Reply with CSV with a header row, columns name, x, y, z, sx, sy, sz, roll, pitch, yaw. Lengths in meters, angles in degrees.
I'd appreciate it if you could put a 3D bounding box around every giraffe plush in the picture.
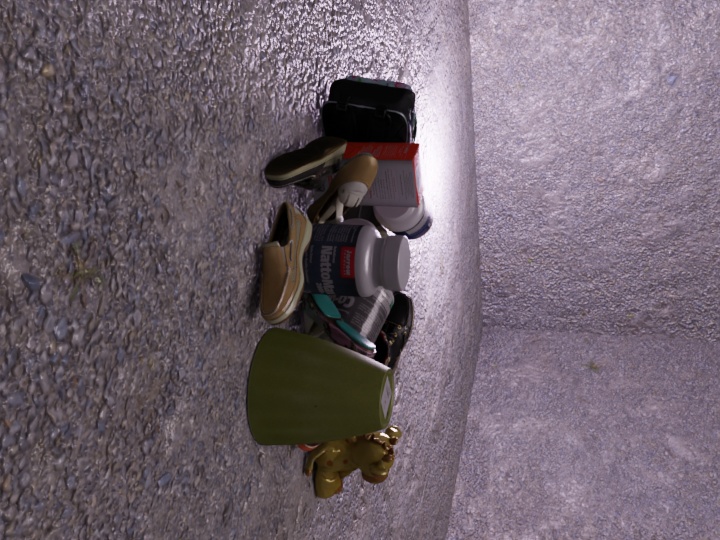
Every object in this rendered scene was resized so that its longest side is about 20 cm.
name,x,y,z,sx,sy,sz,roll,pitch,yaw
giraffe plush,-0.004,0.352,1.424,0.201,0.160,0.175,67,31,-57

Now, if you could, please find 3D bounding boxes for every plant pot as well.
name,x,y,z,sx,sy,sz,roll,pitch,yaw
plant pot,-0.052,0.192,1.168,0.187,0.197,0.190,2,90,-73

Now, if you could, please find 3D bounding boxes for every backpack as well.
name,x,y,z,sx,sy,sz,roll,pitch,yaw
backpack,0.018,-0.257,1.382,0.152,0.175,0.202,-69,164,-44

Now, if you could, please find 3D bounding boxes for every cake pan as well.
name,x,y,z,sx,sy,sz,roll,pitch,yaw
cake pan,0.018,-0.143,1.562,0.200,0.036,0.203,19,89,-75

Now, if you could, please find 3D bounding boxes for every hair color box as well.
name,x,y,z,sx,sy,sz,roll,pitch,yaw
hair color box,0.010,-0.173,1.318,0.062,0.197,0.103,-67,155,-47

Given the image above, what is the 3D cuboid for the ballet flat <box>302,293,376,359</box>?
name,x,y,z,sx,sy,sz,roll,pitch,yaw
ballet flat,-0.053,0.103,1.275,0.069,0.200,0.072,14,115,-54

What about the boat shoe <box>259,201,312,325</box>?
name,x,y,z,sx,sy,sz,roll,pitch,yaw
boat shoe,-0.128,-0.016,1.131,0.076,0.071,0.202,51,35,-46

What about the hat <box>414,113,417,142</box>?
name,x,y,z,sx,sy,sz,roll,pitch,yaw
hat,0.010,-0.312,1.577,0.174,0.166,0.202,1,120,-36

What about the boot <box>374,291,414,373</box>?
name,x,y,z,sx,sy,sz,roll,pitch,yaw
boot,0.051,0.134,1.489,0.150,0.072,0.203,28,82,-75

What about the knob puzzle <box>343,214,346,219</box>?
name,x,y,z,sx,sy,sz,roll,pitch,yaw
knob puzzle,-0.012,-0.195,1.541,0.219,0.030,0.224,3,90,-74

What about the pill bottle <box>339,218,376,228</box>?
name,x,y,z,sx,sy,sz,roll,pitch,yaw
pill bottle,0.000,0.000,1.485,0.202,0.103,0.105,76,23,-45

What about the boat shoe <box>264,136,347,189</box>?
name,x,y,z,sx,sy,sz,roll,pitch,yaw
boat shoe,-0.082,-0.164,1.195,0.201,0.071,0.067,-41,136,-52

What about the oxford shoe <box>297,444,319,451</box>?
name,x,y,z,sx,sy,sz,roll,pitch,yaw
oxford shoe,-0.042,0.252,1.347,0.071,0.072,0.200,49,41,-6

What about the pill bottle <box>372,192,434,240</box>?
name,x,y,z,sx,sy,sz,roll,pitch,yaw
pill bottle,0.087,-0.132,1.537,0.200,0.109,0.113,23,71,-74

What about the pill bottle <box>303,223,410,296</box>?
name,x,y,z,sx,sy,sz,roll,pitch,yaw
pill bottle,-0.021,-0.017,1.238,0.119,0.197,0.122,2,90,-73

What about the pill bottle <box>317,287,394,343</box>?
name,x,y,z,sx,sy,sz,roll,pitch,yaw
pill bottle,-0.023,0.110,1.368,0.201,0.112,0.114,-62,153,-31

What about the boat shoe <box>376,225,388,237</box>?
name,x,y,z,sx,sy,sz,roll,pitch,yaw
boat shoe,0.032,-0.013,1.606,0.202,0.072,0.064,99,-14,-55

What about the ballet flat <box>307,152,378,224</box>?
name,x,y,z,sx,sy,sz,roll,pitch,yaw
ballet flat,-0.028,-0.121,1.256,0.200,0.068,0.064,-43,-136,49
